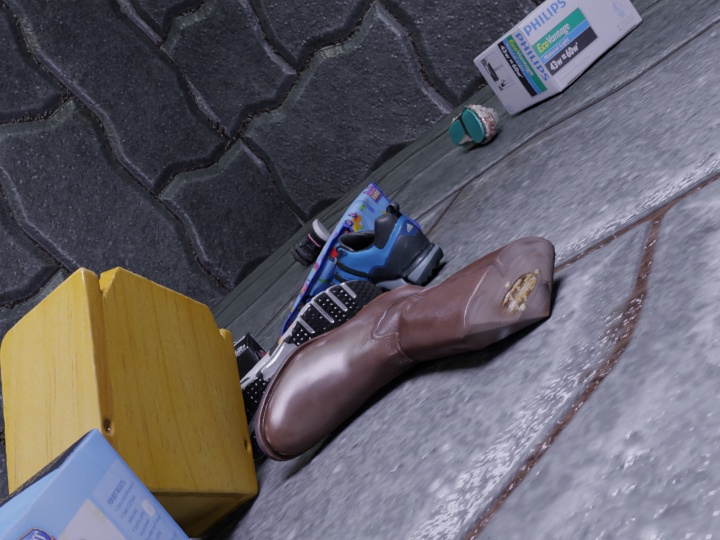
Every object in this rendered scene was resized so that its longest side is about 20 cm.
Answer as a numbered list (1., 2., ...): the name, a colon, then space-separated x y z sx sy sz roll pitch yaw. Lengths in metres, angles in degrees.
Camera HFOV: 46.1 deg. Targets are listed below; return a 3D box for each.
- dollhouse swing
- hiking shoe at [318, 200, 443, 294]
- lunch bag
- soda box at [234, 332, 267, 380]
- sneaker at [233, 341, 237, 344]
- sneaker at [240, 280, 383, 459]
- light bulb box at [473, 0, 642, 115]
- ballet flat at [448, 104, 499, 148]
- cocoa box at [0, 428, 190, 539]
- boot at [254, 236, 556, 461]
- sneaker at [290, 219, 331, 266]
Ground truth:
1. dollhouse swing: -0.194 0.123 0.583 0.173 0.185 0.200 -18 -19 14
2. hiking shoe: 0.000 0.000 0.911 0.199 0.087 0.074 -34 9 38
3. lunch bag: -0.030 0.010 1.063 0.200 0.094 0.151 -46 6 27
4. soda box: -0.167 0.158 0.862 0.199 0.071 0.063 -40 12 1
5. sneaker: -0.163 0.098 0.954 0.089 0.079 0.201 -25 -30 -15
6. sneaker: -0.056 0.082 0.762 0.200 0.074 0.080 -42 6 -17
7. light bulb box: 0.326 -0.386 1.425 0.198 0.125 0.200 -40 8 -11
8. ballet flat: 0.210 -0.263 1.508 0.063 0.077 0.200 -24 9 -7
9. cocoa box: -0.149 0.186 0.367 0.131 0.134 0.200 -38 7 5
10. boot: 0.029 0.055 0.573 0.187 0.065 0.199 -46 14 -29
11. sneaker: -0.107 -0.054 1.869 0.099 0.071 0.200 -41 1 -1
